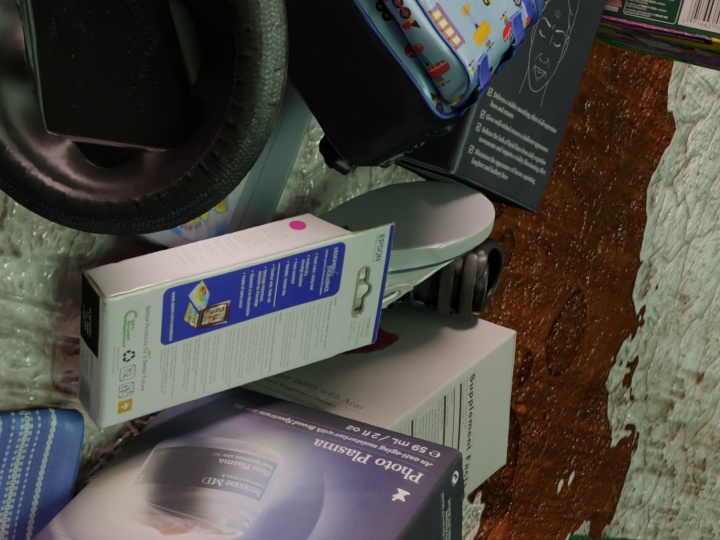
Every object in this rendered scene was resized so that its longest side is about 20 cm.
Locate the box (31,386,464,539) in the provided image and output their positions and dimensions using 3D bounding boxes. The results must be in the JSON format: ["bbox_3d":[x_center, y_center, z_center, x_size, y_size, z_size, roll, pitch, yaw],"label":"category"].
[{"bbox_3d":[-0.064,0.182,0.963,0.198,0.199,0.124,-47,143,-49],"label":"box"}]

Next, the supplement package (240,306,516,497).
[{"bbox_3d":[0.011,0.114,1.150,0.200,0.121,0.121,-31,131,-48],"label":"supplement package"}]

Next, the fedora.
[{"bbox_3d":[-0.121,-0.124,0.805,0.092,0.199,0.202,-75,172,-70],"label":"fedora"}]

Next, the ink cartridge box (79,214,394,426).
[{"bbox_3d":[-0.074,0.024,0.960,0.199,0.037,0.095,-14,130,-30],"label":"ink cartridge box"}]

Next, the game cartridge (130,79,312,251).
[{"bbox_3d":[-0.102,-0.077,0.949,0.200,0.040,0.134,29,85,-59],"label":"game cartridge"}]

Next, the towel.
[{"bbox_3d":[-0.231,0.152,0.874,0.199,0.024,0.146,-1,106,-58],"label":"towel"}]

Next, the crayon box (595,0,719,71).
[{"bbox_3d":[0.258,-0.210,1.297,0.172,0.199,0.059,9,99,-59],"label":"crayon box"}]

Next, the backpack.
[{"bbox_3d":[0.025,-0.184,0.961,0.183,0.134,0.200,55,42,-12],"label":"backpack"}]

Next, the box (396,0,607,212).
[{"bbox_3d":[0.086,-0.161,1.136,0.148,0.106,0.202,18,92,-59],"label":"box"}]

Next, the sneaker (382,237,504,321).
[{"bbox_3d":[0.033,0.006,1.149,0.200,0.099,0.071,-27,130,-48],"label":"sneaker"}]

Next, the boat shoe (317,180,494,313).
[{"bbox_3d":[0.000,0.000,1.072,0.199,0.072,0.066,-23,140,-23],"label":"boat shoe"}]
